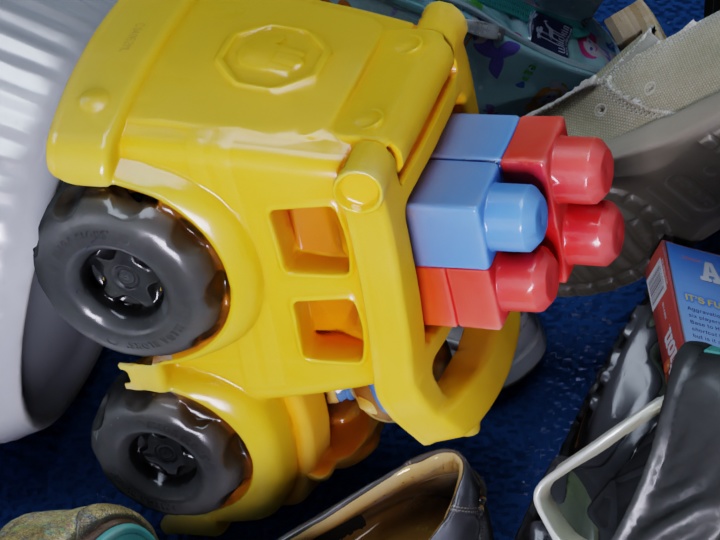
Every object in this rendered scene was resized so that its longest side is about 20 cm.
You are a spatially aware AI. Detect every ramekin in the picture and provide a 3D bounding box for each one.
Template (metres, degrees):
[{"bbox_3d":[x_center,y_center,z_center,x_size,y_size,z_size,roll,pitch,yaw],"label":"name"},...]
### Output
[{"bbox_3d":[-0.149,-0.028,0.983,0.104,0.201,0.201,17,45,9],"label":"ramekin"}]

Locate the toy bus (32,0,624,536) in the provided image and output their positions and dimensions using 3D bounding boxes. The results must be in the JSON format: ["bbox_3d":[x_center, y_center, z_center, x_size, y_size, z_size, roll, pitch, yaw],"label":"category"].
[{"bbox_3d":[0.000,0.000,0.918,0.190,0.201,0.136,5,41,18],"label":"toy bus"}]

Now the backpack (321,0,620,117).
[{"bbox_3d":[0.002,-0.131,1.060,0.199,0.151,0.178,8,35,-35],"label":"backpack"}]

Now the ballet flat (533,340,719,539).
[{"bbox_3d":[0.076,0.104,0.833,0.068,0.201,0.068,40,20,15],"label":"ballet flat"}]

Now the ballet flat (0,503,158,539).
[{"bbox_3d":[-0.148,0.152,0.886,0.070,0.071,0.200,25,50,27],"label":"ballet flat"}]

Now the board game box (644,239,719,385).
[{"bbox_3d":[0.203,0.052,0.941,0.198,0.020,0.103,14,41,-16],"label":"board game box"}]

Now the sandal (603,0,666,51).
[{"bbox_3d":[0.160,-0.072,1.061,0.069,0.078,0.212,-31,28,8],"label":"sandal"}]

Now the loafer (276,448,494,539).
[{"bbox_3d":[-0.035,0.128,0.890,0.199,0.073,0.073,-34,53,-28],"label":"loafer"}]

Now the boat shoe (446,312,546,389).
[{"bbox_3d":[-0.012,-0.015,1.046,0.199,0.070,0.071,26,47,27],"label":"boat shoe"}]

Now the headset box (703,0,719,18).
[{"bbox_3d":[0.247,-0.119,1.064,0.092,0.175,0.200,-33,49,-29],"label":"headset box"}]

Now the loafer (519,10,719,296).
[{"bbox_3d":[0.108,-0.048,0.959,0.199,0.076,0.069,-19,46,35],"label":"loafer"}]

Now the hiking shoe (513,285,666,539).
[{"bbox_3d":[0.123,0.079,0.947,0.100,0.076,0.200,28,48,6],"label":"hiking shoe"}]
